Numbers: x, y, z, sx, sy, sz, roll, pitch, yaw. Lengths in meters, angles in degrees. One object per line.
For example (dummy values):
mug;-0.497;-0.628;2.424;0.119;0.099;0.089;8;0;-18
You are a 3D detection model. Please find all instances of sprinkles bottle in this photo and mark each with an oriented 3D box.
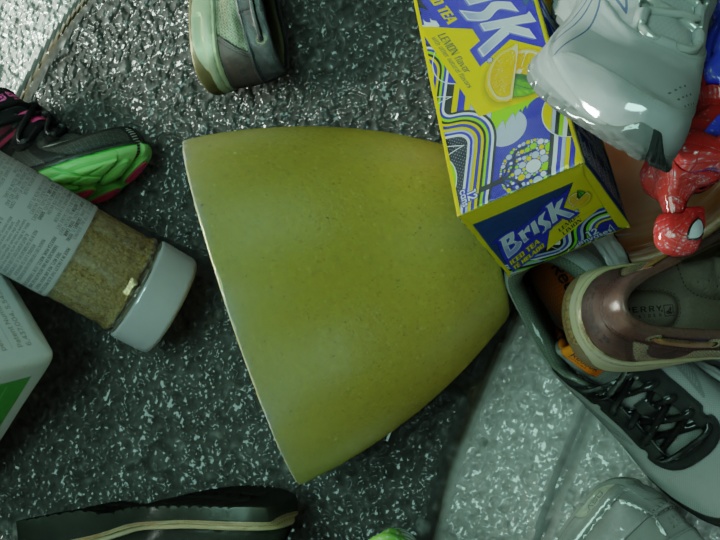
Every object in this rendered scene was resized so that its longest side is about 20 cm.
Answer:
sprinkles bottle;-0.201;-0.025;0.854;0.199;0.068;0.068;31;97;-15

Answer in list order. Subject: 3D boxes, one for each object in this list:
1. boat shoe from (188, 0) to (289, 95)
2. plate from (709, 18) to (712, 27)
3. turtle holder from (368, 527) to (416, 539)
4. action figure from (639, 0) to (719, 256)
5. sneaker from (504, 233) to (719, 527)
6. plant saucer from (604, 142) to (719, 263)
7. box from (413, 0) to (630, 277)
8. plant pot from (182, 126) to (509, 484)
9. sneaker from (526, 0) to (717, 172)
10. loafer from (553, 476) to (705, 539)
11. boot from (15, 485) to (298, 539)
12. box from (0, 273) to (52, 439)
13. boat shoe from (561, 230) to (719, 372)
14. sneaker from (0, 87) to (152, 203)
boat shoe;-0.072;-0.213;0.885;0.066;0.072;0.202;-2;82;13
plate;0.262;-0.154;0.724;0.199;0.026;0.201;-2;76;10
turtle holder;-0.016;0.227;0.737;0.185;0.132;0.141;-29;94;19
action figure;0.199;-0.087;0.669;0.099;0.065;0.201;24;73;-3
sneaker;0.142;0.059;0.728;0.074;0.079;0.200;-42;85;27
plant saucer;0.145;-0.099;0.788;0.199;0.037;0.201;-3;82;23
box;0.077;-0.101;0.723;0.070;0.064;0.201;-23;50;19
plant pot;0.000;0.000;0.769;0.141;0.200;0.201;-19;74;-1
sneaker;0.129;-0.119;0.639;0.074;0.200;0.087;27;124;-12
loafer;0.109;0.206;0.742;0.070;0.070;0.200;37;98;30
boot;-0.118;0.209;0.848;0.199;0.077;0.139;-13;83;33
box;-0.340;0.055;0.872;0.200;0.171;0.199;54;127;21
boat shoe;0.201;0.008;0.679;0.199;0.072;0.073;-6;78;-17
sneaker;-0.234;-0.084;0.930;0.199;0.077;0.084;-1;86;22
